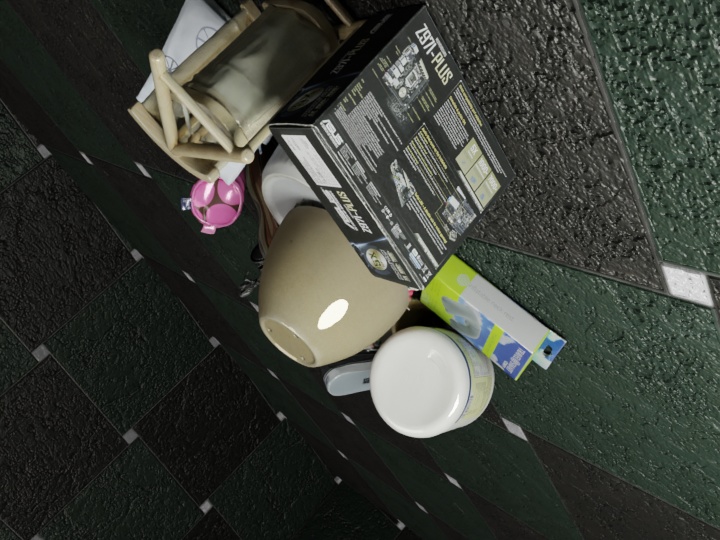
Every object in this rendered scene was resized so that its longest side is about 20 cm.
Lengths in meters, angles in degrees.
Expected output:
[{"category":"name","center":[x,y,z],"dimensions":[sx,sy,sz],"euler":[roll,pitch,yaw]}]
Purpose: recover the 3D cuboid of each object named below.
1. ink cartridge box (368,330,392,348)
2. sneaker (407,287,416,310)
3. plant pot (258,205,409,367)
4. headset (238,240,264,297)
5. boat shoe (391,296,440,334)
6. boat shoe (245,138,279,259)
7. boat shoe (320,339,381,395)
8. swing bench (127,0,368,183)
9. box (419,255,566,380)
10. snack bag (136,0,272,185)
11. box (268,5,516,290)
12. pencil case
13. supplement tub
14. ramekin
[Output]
[{"category":"ink cartridge box","center":[0.000,0.085,1.391],"dimensions":[0.198,0.083,0.148],"euler":[29,157,38]},{"category":"sneaker","center":[0.047,-0.006,1.021],"dimensions":[0.073,0.082,0.201],"euler":[16,146,-9]},{"category":"plant pot","center":[-0.053,0.040,0.993],"dimensions":[0.197,0.135,0.202],"euler":[29,153,16]},{"category":"headset","center":[-0.140,0.009,1.264],"dimensions":[0.125,0.093,0.200],"euler":[59,-176,-1]},{"category":"boat shoe","center":[0.073,0.073,1.202],"dimensions":[0.065,0.072,0.200],"euler":[43,-179,24]},{"category":"boat shoe","center":[-0.115,-0.108,1.141],"dimensions":[0.071,0.074,0.205],"euler":[-33,65,45]},{"category":"boat shoe","center":[0.028,0.152,1.270],"dimensions":[0.075,0.194,0.069],"euler":[99,155,-42]},{"category":"swing bench","center":[-0.120,-0.207,0.818],"dimensions":[0.130,0.200,0.199],"euler":[46,162,-13]},{"category":"box","center":[0.171,0.066,1.050],"dimensions":[0.199,0.048,0.123],"euler":[39,162,15]},{"category":"snack bag","center":[-0.191,-0.232,1.040],"dimensions":[0.188,0.021,0.200],"euler":[42,128,-3]},{"category":"box","center":[0.035,-0.114,0.751],"dimensions":[0.085,0.164,0.201],"euler":[15,148,54]},{"category":"pencil case","center":[-0.217,-0.142,1.202],"dimensions":[0.088,0.202,0.096],"euler":[8,120,-8]},{"category":"supplement tub","center":[0.110,0.156,1.124],"dimensions":[0.144,0.147,0.199],"euler":[34,-171,23]},{"category":"ramekin","center":[-0.041,-0.096,1.025],"dimensions":[0.200,0.095,0.204],"euler":[31,154,17]}]
